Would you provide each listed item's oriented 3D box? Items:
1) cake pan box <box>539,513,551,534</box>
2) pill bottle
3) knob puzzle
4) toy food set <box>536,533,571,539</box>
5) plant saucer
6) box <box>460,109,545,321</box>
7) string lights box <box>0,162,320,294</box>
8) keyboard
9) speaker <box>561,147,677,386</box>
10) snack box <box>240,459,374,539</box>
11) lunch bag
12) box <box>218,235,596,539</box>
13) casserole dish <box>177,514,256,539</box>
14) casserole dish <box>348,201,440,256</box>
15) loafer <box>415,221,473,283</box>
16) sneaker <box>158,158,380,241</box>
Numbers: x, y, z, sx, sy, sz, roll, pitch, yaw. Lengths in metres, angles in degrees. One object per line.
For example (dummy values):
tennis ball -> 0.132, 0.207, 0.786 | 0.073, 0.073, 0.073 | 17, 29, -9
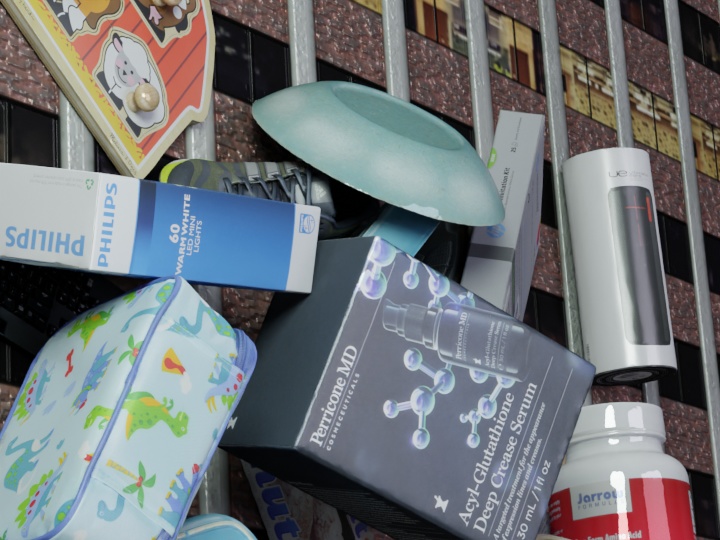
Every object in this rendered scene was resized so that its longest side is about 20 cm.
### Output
cake pan box -> 0.110, 0.267, 1.657 | 0.185, 0.052, 0.200 | 62, 36, -22
pill bottle -> 0.203, 0.208, 1.672 | 0.112, 0.112, 0.201 | 17, 62, -51
knob puzzle -> -0.152, -0.185, 1.477 | 0.219, 0.030, 0.221 | 26, 56, -47
toy food set -> 0.077, 0.283, 1.491 | 0.199, 0.060, 0.144 | -26, 132, -33
plant saucer -> 0.020, -0.095, 1.560 | 0.201, 0.201, 0.039 | -3, 122, -55
box -> 0.110, -0.001, 1.703 | 0.156, 0.041, 0.201 | 86, 16, -53
string lights box -> -0.127, -0.024, 1.323 | 0.200, 0.102, 0.059 | 7, 90, -52
keyboard -> -0.204, -0.011, 1.328 | 0.200, 0.039, 0.105 | 38, 49, -42
speaker -> 0.226, -0.004, 1.902 | 0.081, 0.081, 0.201 | 14, 66, -52
snack box -> -0.035, 0.158, 1.472 | 0.024, 0.072, 0.201 | -28, 101, -54
lunch bag -> -0.153, 0.107, 1.247 | 0.082, 0.160, 0.201 | 41, 48, -24
box -> 0.031, 0.088, 1.412 | 0.200, 0.107, 0.149 | 30, 72, -28
casserole dish -> -0.077, 0.227, 1.274 | 0.121, 0.039, 0.201 | -16, 72, -42
casserole dish -> 0.000, 0.000, 1.555 | 0.039, 0.121, 0.200 | 44, 40, -3
loafer -> 0.059, -0.001, 1.674 | 0.063, 0.072, 0.201 | 54, 37, -36
sneaker -> -0.064, -0.050, 1.505 | 0.200, 0.081, 0.074 | -6, 82, -55
